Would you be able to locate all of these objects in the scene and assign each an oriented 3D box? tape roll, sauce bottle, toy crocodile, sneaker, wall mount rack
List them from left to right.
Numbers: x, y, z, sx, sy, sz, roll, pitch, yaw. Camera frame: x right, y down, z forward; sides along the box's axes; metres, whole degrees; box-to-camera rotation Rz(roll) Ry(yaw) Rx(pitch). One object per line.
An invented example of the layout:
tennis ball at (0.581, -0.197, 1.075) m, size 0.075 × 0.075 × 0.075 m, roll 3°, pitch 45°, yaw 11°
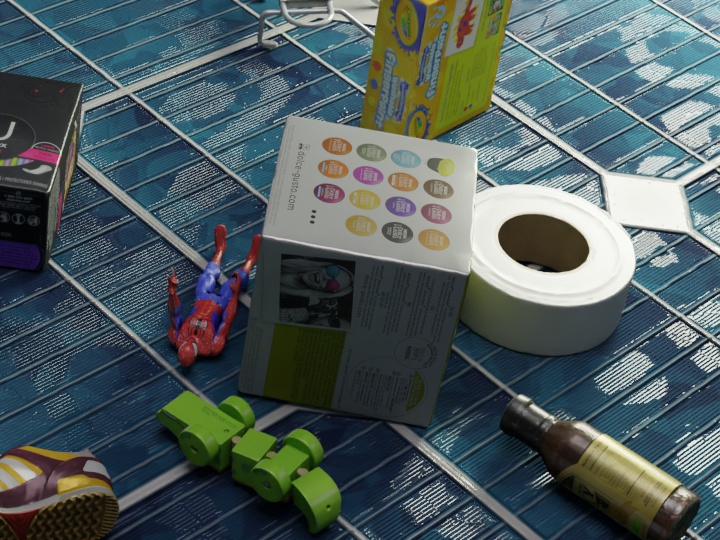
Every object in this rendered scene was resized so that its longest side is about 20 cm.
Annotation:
sneaker at (-0.311, 0.198, 1.534) m, size 0.198 × 0.075 × 0.090 m, roll -2°, pitch 32°, yaw -25°
toy crocodile at (-0.101, 0.169, 1.625) m, size 0.199 × 0.062 × 0.067 m, roll 25°, pitch 41°, yaw 24°
wall mount rack at (-0.046, -0.332, 2.229) m, size 0.172 × 0.075 × 0.201 m, roll -1°, pitch 40°, yaw -8°
tape roll at (0.187, -0.003, 1.883) m, size 0.200 × 0.071 × 0.203 m, roll 6°, pitch 39°, yaw -5°
sauce bottle at (0.220, 0.184, 1.671) m, size 0.199 × 0.065 × 0.065 m, roll 33°, pitch 44°, yaw 27°

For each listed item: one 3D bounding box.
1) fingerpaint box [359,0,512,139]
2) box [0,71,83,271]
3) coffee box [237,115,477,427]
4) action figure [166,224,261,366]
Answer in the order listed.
fingerpaint box at (0.089, -0.259, 2.065) m, size 0.073 × 0.201 × 0.166 m, roll 34°, pitch 45°, yaw 28°
box at (-0.363, -0.108, 1.853) m, size 0.121 × 0.107 × 0.201 m, roll 8°, pitch 39°, yaw -4°
coffee box at (0.000, 0.000, 1.732) m, size 0.196 × 0.201 × 0.200 m, roll 10°, pitch 39°, yaw -1°
action figure at (-0.145, 0.009, 1.775) m, size 0.065 × 0.100 × 0.201 m, roll 13°, pitch 42°, yaw 5°
